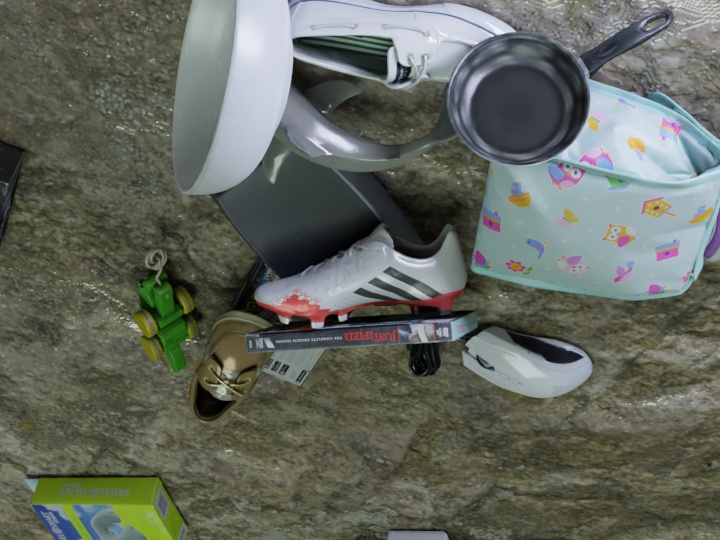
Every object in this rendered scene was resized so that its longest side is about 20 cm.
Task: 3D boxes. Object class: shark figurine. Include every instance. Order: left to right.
[{"bbox_3d":[-0.017,-0.113,1.179,0.212,0.090,0.130,17,106,5],"label":"shark figurine"}]

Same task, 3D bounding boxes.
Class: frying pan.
[{"bbox_3d":[0.148,-0.161,1.105,0.115,0.190,0.031,38,167,15],"label":"frying pan"}]

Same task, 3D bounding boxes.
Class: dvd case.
[{"bbox_3d":[0.004,0.058,1.331,0.197,0.022,0.146,-5,-179,13],"label":"dvd case"}]

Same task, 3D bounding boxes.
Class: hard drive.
[{"bbox_3d":[-0.041,-0.045,1.298,0.134,0.043,0.200,-34,121,16],"label":"hard drive"}]

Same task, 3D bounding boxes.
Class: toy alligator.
[{"bbox_3d":[-0.214,0.031,1.460,0.054,0.059,0.201,41,152,32],"label":"toy alligator"}]

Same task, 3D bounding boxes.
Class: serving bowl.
[{"bbox_3d":[-0.097,-0.157,1.110,0.065,0.202,0.201,7,143,-19],"label":"serving bowl"}]

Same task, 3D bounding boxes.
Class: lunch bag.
[{"bbox_3d":[0.207,-0.064,1.182,0.197,0.123,0.172,14,140,8],"label":"lunch bag"}]

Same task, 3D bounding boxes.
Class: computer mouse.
[{"bbox_3d":[0.144,0.093,1.437,0.197,0.044,0.110,14,139,0],"label":"computer mouse"}]

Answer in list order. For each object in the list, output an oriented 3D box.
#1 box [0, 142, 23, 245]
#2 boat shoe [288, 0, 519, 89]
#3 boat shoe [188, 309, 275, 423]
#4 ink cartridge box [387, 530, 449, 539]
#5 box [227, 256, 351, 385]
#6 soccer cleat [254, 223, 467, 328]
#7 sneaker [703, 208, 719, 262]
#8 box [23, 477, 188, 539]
[{"bbox_3d":[-0.448,-0.089,1.384,0.198,0.050,0.158,21,139,-9],"label":"box"},{"bbox_3d":[0.032,-0.177,1.139,0.197,0.067,0.074,9,140,5],"label":"boat shoe"},{"bbox_3d":[-0.134,0.105,1.442,0.073,0.067,0.200,19,150,-7],"label":"boat shoe"},{"bbox_3d":[0.087,0.450,1.783,0.083,0.146,0.201,-3,137,20],"label":"ink cartridge box"},{"bbox_3d":[-0.073,0.039,1.441,0.109,0.035,0.200,23,139,-11],"label":"box"},{"bbox_3d":[0.000,0.000,1.273,0.197,0.069,0.086,-3,109,-2],"label":"soccer cleat"},{"bbox_3d":[0.356,-0.086,1.171,0.098,0.076,0.201,1,142,-15],"label":"sneaker"},{"bbox_3d":[-0.341,0.323,1.831,0.197,0.048,0.123,-2,137,16],"label":"box"}]
